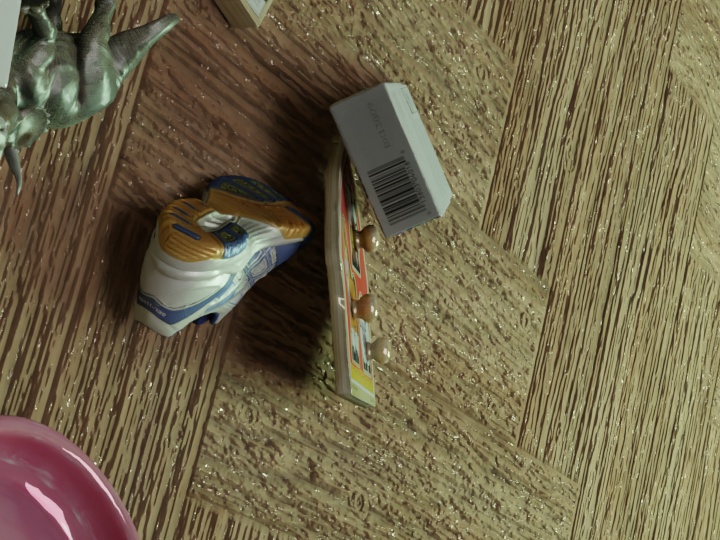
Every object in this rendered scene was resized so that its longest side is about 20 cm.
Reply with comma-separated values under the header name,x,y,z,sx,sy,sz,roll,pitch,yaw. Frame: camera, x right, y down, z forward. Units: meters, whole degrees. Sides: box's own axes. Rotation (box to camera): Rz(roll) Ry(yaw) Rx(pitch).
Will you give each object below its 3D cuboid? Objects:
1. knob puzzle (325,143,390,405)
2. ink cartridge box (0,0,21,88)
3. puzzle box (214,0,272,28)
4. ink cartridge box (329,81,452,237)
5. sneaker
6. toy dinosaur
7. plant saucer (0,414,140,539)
name,x,y,z,sx,sy,sz,roll,pitch,yaw
knob puzzle,0.000,0.000,1.280,0.220,0.030,0.220,-5,90,-84
ink cartridge box,-0.250,-0.209,0.892,0.145,0.084,0.200,17,80,-57
puzzle box,-0.100,-0.286,1.174,0.200,0.025,0.133,55,49,-45
ink cartridge box,0.028,-0.091,1.324,0.200,0.050,0.109,-50,117,-82
sneaker,-0.101,-0.010,1.180,0.200,0.075,0.088,-20,140,-63
toy dinosaur,-0.190,-0.126,1.027,0.200,0.077,0.102,-35,134,-57
plant saucer,-0.205,0.187,0.987,0.200,0.051,0.201,39,38,-39
